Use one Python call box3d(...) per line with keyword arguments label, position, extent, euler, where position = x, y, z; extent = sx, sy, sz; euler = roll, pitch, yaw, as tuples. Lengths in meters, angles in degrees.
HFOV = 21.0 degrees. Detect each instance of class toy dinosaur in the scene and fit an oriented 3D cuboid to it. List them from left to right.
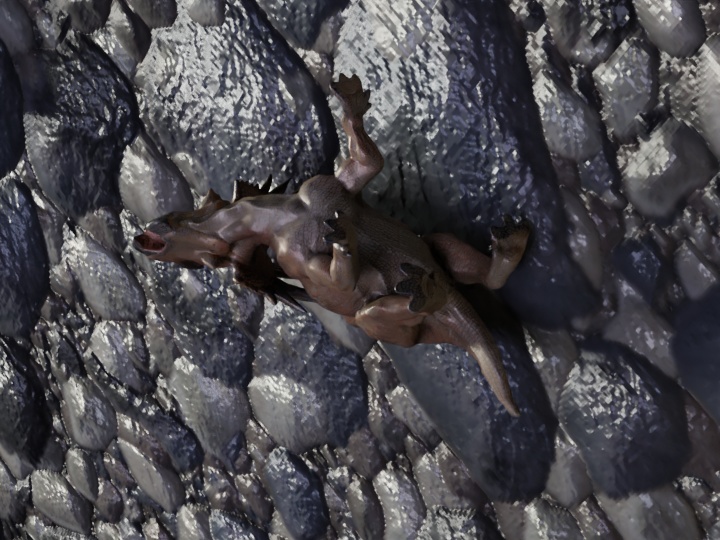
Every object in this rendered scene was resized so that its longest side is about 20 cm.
box3d(label="toy dinosaur", position=(0.000, 0.000, 0.945), extent=(0.199, 0.086, 0.136), euler=(37, 148, 0))
